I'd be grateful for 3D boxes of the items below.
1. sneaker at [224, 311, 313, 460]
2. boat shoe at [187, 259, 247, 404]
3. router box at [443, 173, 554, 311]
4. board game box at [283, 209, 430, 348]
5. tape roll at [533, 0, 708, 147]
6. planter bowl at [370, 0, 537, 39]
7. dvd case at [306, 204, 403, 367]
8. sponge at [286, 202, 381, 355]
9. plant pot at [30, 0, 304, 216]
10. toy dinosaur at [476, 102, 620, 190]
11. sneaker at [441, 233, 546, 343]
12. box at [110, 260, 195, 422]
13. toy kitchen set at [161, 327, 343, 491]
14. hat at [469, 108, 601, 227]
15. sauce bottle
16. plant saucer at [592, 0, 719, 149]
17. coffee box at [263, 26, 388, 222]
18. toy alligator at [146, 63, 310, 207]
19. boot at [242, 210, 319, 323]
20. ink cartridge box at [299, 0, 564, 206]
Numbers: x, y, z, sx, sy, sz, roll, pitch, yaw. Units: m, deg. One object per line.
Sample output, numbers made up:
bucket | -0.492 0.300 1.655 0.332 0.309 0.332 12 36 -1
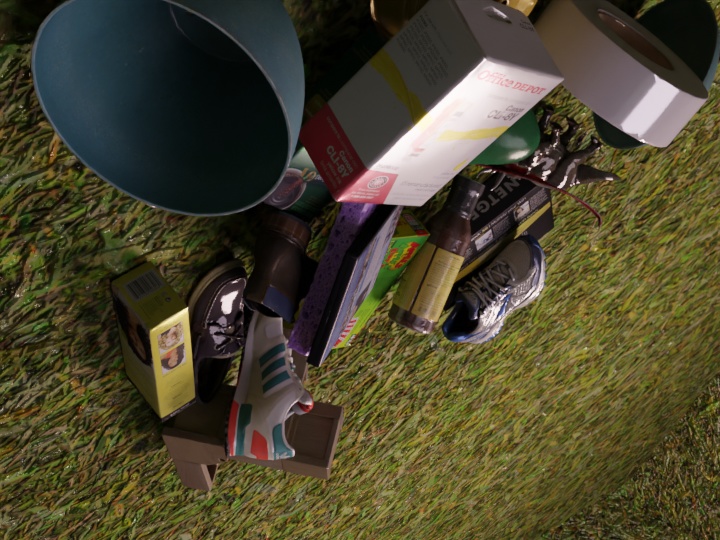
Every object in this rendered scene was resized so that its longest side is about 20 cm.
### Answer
sneaker | -0.096 0.126 1.398 0.070 0.093 0.200 102 -1 -63
boat shoe | -0.159 0.072 1.356 0.072 0.065 0.200 -15 145 -40
router box | 0.167 -0.049 1.635 0.200 0.052 0.157 -37 155 -6
board game box | -0.009 0.015 1.497 0.101 0.048 0.200 -7 140 -51
tape roll | 0.279 -0.225 1.325 0.202 0.203 0.071 -3 136 -53
planter bowl | 0.112 -0.272 1.145 0.200 0.084 0.201 -32 154 -18
dvd case | 0.000 0.000 1.308 0.200 0.018 0.143 -54 166 -59
sponge | -0.022 -0.011 1.306 0.112 0.030 0.201 -39 153 -76
plant pot | -0.124 -0.160 0.909 0.200 0.200 0.135 108 4 -49
toy dinosaur | 0.239 -0.143 1.530 0.200 0.077 0.102 14 125 -36
sneaker | 0.177 0.033 1.635 0.085 0.077 0.200 -9 142 -42
box | -0.216 0.079 1.280 0.050 0.075 0.200 -32 153 -23
toy kitchen set | -0.116 0.180 1.504 0.181 0.199 0.164 89 14 -60
hat | 0.174 -0.131 1.356 0.200 0.176 0.166 -24 151 -32
sauce bottle | 0.099 -0.021 1.511 0.065 0.065 0.201 16 100 -61
plant saucer | 0.359 -0.230 1.446 0.036 0.200 0.200 23 119 -27
coffee box | -0.022 -0.142 1.218 0.200 0.044 0.123 -45 156 10
toy alligator | -0.113 -0.111 1.128 0.200 0.054 0.059 -41 155 2
boot | -0.092 0.017 1.303 0.200 0.074 0.097 80 30 -67
ink cartridge box | 0.064 -0.151 1.108 0.200 0.084 0.145 -42 156 30
